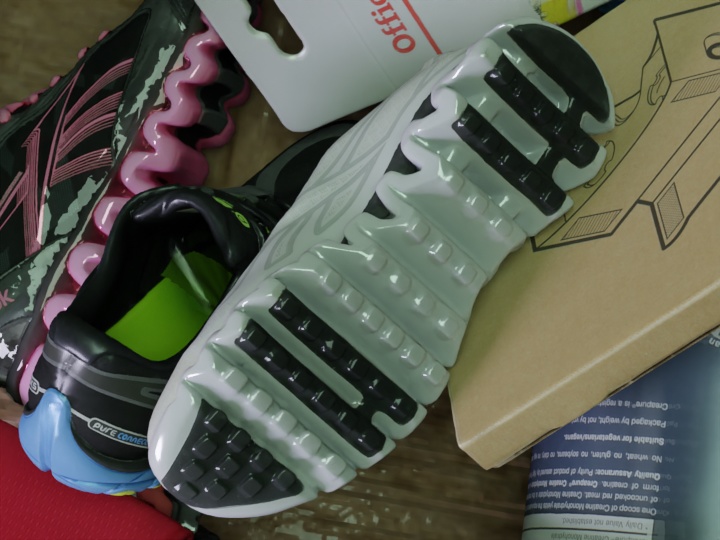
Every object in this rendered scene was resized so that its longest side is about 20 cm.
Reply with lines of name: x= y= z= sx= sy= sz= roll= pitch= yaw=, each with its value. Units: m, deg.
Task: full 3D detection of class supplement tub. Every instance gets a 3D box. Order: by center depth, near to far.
supplement tub: x=0.126 y=0.087 z=1.002 sx=0.140 sy=0.140 sz=0.200 roll=7 pitch=82 yaw=-1

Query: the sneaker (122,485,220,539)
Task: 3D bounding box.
sneaker: x=-0.108 y=0.118 z=1.026 sx=0.098 sy=0.071 sz=0.201 roll=13 pitch=75 yaw=10

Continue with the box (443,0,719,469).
box: x=0.107 y=-0.042 z=0.958 sx=0.200 sy=0.164 sz=0.021 roll=-34 pitch=125 yaw=21

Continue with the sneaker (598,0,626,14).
sneaker: x=0.188 y=-0.091 z=1.063 sx=0.200 sy=0.077 sz=0.081 roll=29 pitch=76 yaw=-1

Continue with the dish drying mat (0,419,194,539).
dish drying mat: x=-0.156 y=0.078 z=1.013 sx=0.200 sy=0.018 sz=0.077 roll=26 pitch=73 yaw=28

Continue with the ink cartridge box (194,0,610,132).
ink cartridge box: x=0.036 y=-0.140 z=1.013 sx=0.200 sy=0.117 sz=0.068 roll=-24 pitch=42 yaw=12

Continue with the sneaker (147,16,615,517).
sneaker: x=0.000 y=0.000 z=0.960 sx=0.200 sy=0.081 sz=0.075 roll=-48 pitch=114 yaw=-15

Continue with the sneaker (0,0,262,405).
sneaker: x=-0.104 y=-0.046 z=1.054 sx=0.095 sy=0.079 sz=0.200 roll=22 pitch=81 yaw=13

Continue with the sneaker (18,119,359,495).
sneaker: x=-0.042 y=0.002 z=1.007 sx=0.071 sy=0.083 sz=0.200 roll=29 pitch=43 yaw=21
